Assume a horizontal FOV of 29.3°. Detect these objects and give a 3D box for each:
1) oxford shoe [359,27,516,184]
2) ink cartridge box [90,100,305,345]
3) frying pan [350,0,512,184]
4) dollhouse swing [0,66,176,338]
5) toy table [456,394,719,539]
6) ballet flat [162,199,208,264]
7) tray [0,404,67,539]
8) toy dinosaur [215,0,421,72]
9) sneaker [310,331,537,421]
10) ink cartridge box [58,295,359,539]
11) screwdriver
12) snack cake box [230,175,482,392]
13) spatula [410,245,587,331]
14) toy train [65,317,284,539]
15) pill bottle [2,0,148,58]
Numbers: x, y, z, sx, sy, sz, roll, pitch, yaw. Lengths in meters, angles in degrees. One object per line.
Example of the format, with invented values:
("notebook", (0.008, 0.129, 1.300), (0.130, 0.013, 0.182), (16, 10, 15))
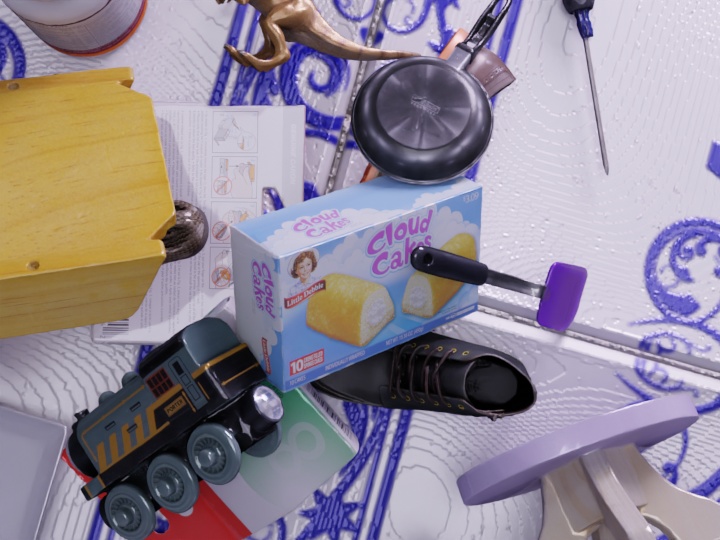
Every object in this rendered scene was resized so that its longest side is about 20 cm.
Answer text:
("oxford shoe", (0.057, -0.101, 1.139), (0.073, 0.071, 0.201), (33, 87, -3))
("ink cartridge box", (-0.133, -0.038, 1.145), (0.174, 0.045, 0.202), (1, 88, 0))
("frying pan", (0.079, -0.143, 1.092), (0.189, 0.031, 0.115), (-34, 71, -12))
("dollhouse swing", (-0.239, -0.019, 1.074), (0.180, 0.177, 0.201), (-8, 50, -12))
("toy table", (0.189, 0.187, 1.084), (0.199, 0.184, 0.118), (-23, 71, 7))
("ballet flat", (-0.210, -0.011, 1.093), (0.199, 0.046, 0.068), (-17, 78, 27))
("tray", (-0.315, 0.210, 1.137), (0.107, 0.022, 0.202), (16, 87, 9))
("toy dinosaur", (-0.056, -0.208, 1.147), (0.200, 0.060, 0.106), (40, 86, 1))
("sneaker", (0.045, 0.077, 1.110), (0.198, 0.106, 0.076), (6, 87, 0))
("ink cartridge box", (-0.125, 0.146, 1.110), (0.200, 0.050, 0.161), (-42, 95, 5))
("screwdriver", (0.197, -0.181, 1.167), (0.029, 0.028, 0.202), (-12, 89, -30))
("snack cake box", (0.000, 0.000, 1.067), (0.199, 0.067, 0.116), (-21, 125, -33))
("spatula", (0.114, 0.009, 1.100), (0.199, 0.020, 0.057), (14, 93, -36))
("toy train", (-0.145, 0.123, 1.047), (0.200, 0.085, 0.114), (-36, 84, 33))
("pill bottle", (-0.232, -0.239, 1.076), (0.108, 0.200, 0.111), (0, 87, -1))
